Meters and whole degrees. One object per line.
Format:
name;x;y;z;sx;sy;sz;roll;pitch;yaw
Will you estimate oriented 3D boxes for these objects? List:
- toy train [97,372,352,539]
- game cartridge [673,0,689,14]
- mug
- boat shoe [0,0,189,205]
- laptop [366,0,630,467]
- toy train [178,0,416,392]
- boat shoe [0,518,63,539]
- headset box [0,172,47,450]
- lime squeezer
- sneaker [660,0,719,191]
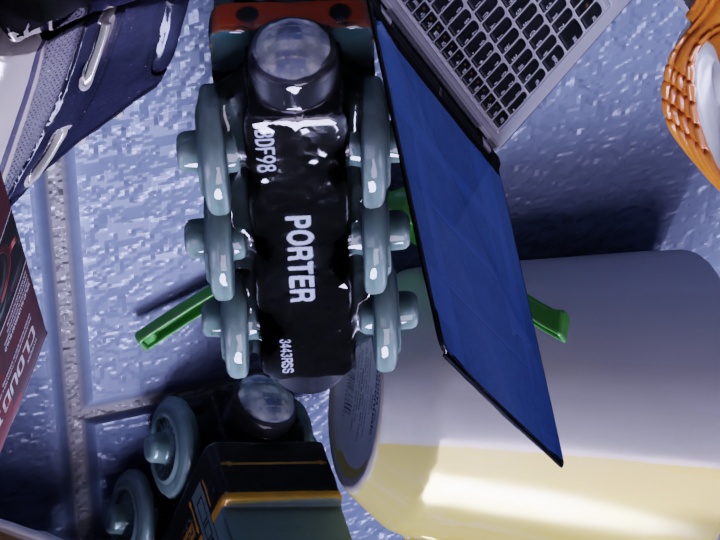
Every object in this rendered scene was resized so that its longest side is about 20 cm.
toy train;-0.069;0.139;1.305;0.085;0.114;0.200;3;136;-27
game cartridge;0.219;-0.154;1.148;0.200;0.041;0.133;-34;144;16
mug;0.071;0.075;1.249;0.152;0.187;0.150;5;143;-17
boat shoe;-0.129;-0.053;1.087;0.092;0.075;0.200;-15;156;-33
laptop;0.078;-0.059;1.018;0.200;0.116;0.187;-48;158;-1
toy train;-0.024;-0.041;1.092;0.085;0.114;0.200;-4;143;0
boat shoe;-0.183;0.126;1.244;0.199;0.071;0.070;25;145;-27
headset box;-0.191;-0.008;0.929;0.148;0.075;0.200;11;147;12
lime squeezer;0.000;0.000;1.214;0.199;0.071;0.038;-2;167;25
sneaker;0.164;-0.118;1.060;0.092;0.076;0.200;-31;146;-22
